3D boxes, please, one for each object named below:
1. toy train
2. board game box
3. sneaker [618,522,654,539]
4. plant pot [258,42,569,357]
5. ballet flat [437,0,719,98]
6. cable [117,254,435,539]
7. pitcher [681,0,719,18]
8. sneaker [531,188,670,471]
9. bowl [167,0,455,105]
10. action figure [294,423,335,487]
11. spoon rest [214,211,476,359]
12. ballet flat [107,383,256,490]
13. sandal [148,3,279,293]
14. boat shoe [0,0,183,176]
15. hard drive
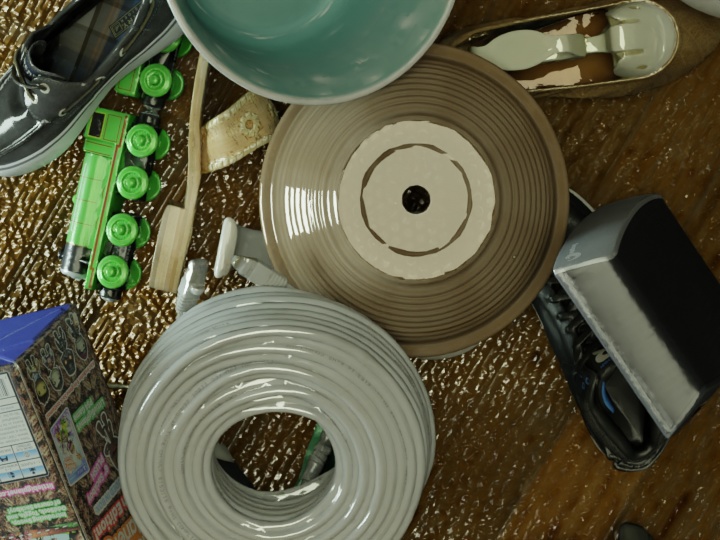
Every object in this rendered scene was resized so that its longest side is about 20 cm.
[{"bbox_3d":[-0.159,-0.080,1.397,0.056,0.042,0.201,14,92,11],"label":"toy train"},{"bbox_3d":[-0.230,0.143,1.328,0.159,0.097,0.201,-12,108,21],"label":"board game box"},{"bbox_3d":[0.117,0.231,1.385,0.199,0.076,0.091,-22,79,-2],"label":"sneaker"},{"bbox_3d":[0.033,-0.045,1.301,0.200,0.093,0.202,0,91,1],"label":"plant pot"},{"bbox_3d":[0.142,-0.147,1.367,0.199,0.072,0.068,-6,89,2],"label":"ballet flat"},{"bbox_3d":[-0.051,0.109,1.299,0.199,0.069,0.201,23,109,-10],"label":"cable"},{"bbox_3d":[0.217,-0.269,1.346,0.200,0.121,0.172,40,53,-9],"label":"pitcher"},{"bbox_3d":[0.155,0.032,1.351,0.073,0.112,0.201,-23,90,2],"label":"sneaker"},{"bbox_3d":[-0.045,-0.203,1.289,0.200,0.105,0.202,-2,96,-22],"label":"bowl"},{"bbox_3d":[-0.008,0.156,1.392,0.118,0.055,0.201,16,88,4],"label":"action figure"},{"bbox_3d":[0.000,0.000,1.391,0.199,0.061,0.100,12,93,-12],"label":"spoon rest"},{"bbox_3d":[-0.145,0.114,1.386,0.199,0.073,0.073,17,92,5],"label":"ballet flat"},{"bbox_3d":[-0.084,-0.084,1.380,0.069,0.078,0.213,13,100,-4],"label":"sandal"},{"bbox_3d":[-0.192,-0.134,1.358,0.200,0.066,0.070,-34,71,20],"label":"boat shoe"},{"bbox_3d":[0.186,0.019,1.305,0.042,0.200,0.135,-34,91,21],"label":"hard drive"}]
